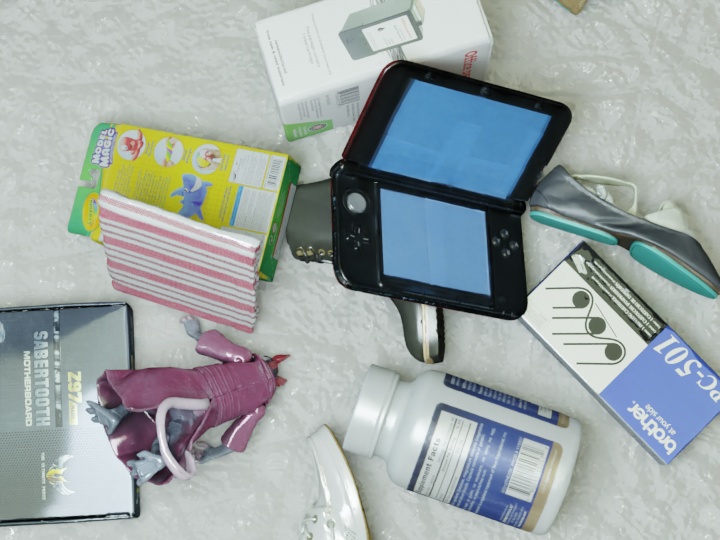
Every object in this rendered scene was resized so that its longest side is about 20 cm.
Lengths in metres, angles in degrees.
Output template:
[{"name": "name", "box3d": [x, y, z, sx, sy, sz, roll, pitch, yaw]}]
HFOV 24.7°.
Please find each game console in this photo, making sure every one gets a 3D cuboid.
[{"name": "game console", "box3d": [0.085, -0.066, 1.446, 0.199, 0.119, 0.173, 11, 62, -27]}]

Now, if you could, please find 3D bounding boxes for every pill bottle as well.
[{"name": "pill bottle", "box3d": [0.090, 0.155, 1.478, 0.199, 0.111, 0.111, 19, 83, 3]}]

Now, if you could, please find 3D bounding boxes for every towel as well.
[{"name": "towel", "box3d": [-0.157, -0.009, 1.461, 0.146, 0.200, 0.030, 17, 67, 3]}]

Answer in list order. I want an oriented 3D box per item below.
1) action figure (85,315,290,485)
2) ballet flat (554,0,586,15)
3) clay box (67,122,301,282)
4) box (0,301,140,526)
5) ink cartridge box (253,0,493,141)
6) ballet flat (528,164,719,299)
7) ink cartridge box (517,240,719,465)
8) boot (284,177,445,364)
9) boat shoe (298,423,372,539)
[{"name": "action figure", "box3d": [-0.137, 0.106, 1.469, 0.199, 0.149, 0.135, -21, 91, -34]}, {"name": "ballet flat", "box3d": [0.264, -0.312, 1.568, 0.200, 0.068, 0.072, -36, 104, -4]}, {"name": "clay box", "box3d": [-0.165, -0.066, 1.528, 0.199, 0.048, 0.115, 12, 82, 18]}, {"name": "box", "box3d": [-0.286, 0.133, 1.515, 0.157, 0.051, 0.201, -2, 82, -1]}, {"name": "ink cartridge box", "box3d": [0.012, -0.199, 1.509, 0.199, 0.146, 0.084, -17, 81, -2]}, {"name": "ballet flat", "box3d": [0.256, -0.043, 1.526, 0.199, 0.073, 0.073, 25, 83, 6]}, {"name": "ink cartridge box", "box3d": [0.243, 0.076, 1.521, 0.094, 0.044, 0.200, -44, 84, -3]}, {"name": "boot", "box3d": [0.000, 0.000, 1.526, 0.138, 0.078, 0.201, -12, 69, 3]}, {"name": "boat shoe", "box3d": [-0.026, 0.242, 1.487, 0.069, 0.071, 0.201, -16, 84, -3]}]
